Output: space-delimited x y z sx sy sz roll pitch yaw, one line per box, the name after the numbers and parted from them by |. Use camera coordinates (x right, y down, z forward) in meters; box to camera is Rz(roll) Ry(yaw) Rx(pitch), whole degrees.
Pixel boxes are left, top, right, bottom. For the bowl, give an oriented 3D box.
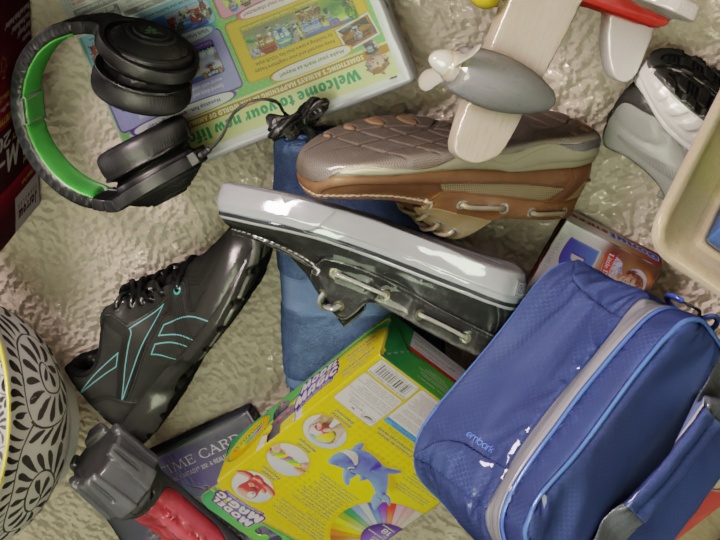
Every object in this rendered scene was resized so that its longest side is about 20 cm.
-0.255 0.107 1.384 0.094 0.201 0.201 6 125 -41 | bowl

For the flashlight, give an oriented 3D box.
-0.114 0.189 1.384 0.200 0.068 0.068 44 152 -25 | flashlight

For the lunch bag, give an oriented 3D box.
0.150 0.099 1.229 0.200 0.132 0.136 -51 133 -8 | lunch bag

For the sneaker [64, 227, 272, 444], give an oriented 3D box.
-0.130 0.033 1.352 0.079 0.075 0.200 37 118 0 | sneaker

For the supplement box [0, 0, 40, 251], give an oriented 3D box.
-0.253 -0.117 1.294 0.061 0.109 0.201 5 115 9 | supplement box

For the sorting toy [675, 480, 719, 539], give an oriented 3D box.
0.217 0.195 1.345 0.200 0.070 0.199 42 113 -14 | sorting toy

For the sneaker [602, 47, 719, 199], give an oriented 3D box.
0.237 -0.051 1.251 0.200 0.074 0.079 40 127 -2 | sneaker

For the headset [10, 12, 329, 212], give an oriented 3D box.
-0.124 -0.100 1.265 0.199 0.094 0.124 7 113 28 | headset

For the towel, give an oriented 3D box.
0.000 0.000 1.328 0.111 0.049 0.201 2 115 11 | towel

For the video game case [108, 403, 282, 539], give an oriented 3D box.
-0.088 0.205 1.453 0.143 0.019 0.200 -25 106 20 | video game case

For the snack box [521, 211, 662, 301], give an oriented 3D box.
0.122 0.058 1.341 0.072 0.024 0.200 26 116 -3 | snack box

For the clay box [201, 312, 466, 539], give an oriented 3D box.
-0.005 0.123 1.337 0.115 0.048 0.200 38 128 -18 | clay box

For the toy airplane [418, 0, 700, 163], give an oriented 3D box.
0.108 -0.185 1.171 0.199 0.141 0.200 -22 94 -1 | toy airplane

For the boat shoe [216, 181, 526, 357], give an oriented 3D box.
0.001 0.002 1.242 0.199 0.072 0.071 19 95 3 | boat shoe

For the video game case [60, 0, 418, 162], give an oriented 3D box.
-0.087 -0.170 1.272 0.200 0.022 0.182 -19 100 18 | video game case

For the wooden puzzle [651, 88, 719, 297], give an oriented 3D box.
0.285 -0.035 1.185 0.200 0.185 0.046 36 148 -8 | wooden puzzle

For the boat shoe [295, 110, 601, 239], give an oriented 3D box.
0.056 -0.053 1.238 0.199 0.076 0.072 -3 115 -21 | boat shoe
